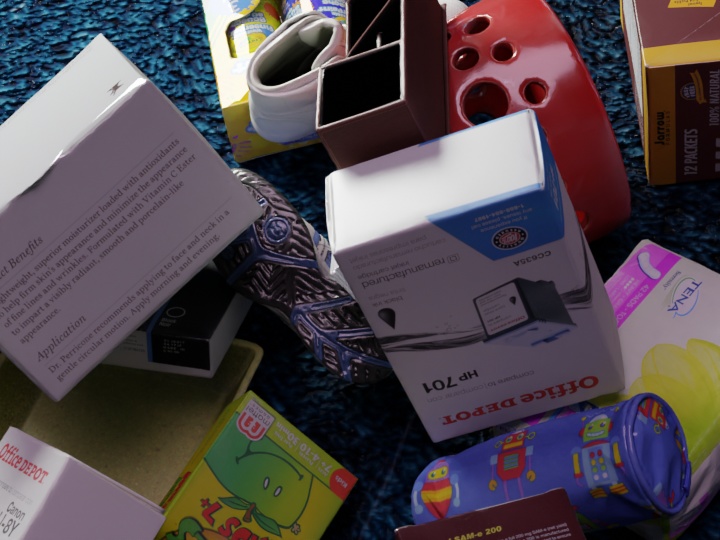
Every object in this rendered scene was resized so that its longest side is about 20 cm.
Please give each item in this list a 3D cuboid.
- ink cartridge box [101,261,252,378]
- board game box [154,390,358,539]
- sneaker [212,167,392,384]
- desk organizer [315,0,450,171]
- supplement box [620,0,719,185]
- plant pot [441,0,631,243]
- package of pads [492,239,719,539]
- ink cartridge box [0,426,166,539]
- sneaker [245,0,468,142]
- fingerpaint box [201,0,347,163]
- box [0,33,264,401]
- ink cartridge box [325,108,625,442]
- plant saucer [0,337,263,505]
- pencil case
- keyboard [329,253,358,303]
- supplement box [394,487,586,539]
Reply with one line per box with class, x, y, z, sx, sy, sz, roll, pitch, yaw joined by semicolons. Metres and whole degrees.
ink cartridge box;-0.130;0.008;1.448;0.099;0.039;0.200;6;31;11
board game box;-0.097;0.192;1.293;0.102;0.048;0.200;40;59;-9
sneaker;-0.047;0.009;1.413;0.076;0.077;0.200;-40;81;3
desk organizer;0.016;-0.142;1.319;0.071;0.077;0.201;-17;42;16
supplement box;0.314;-0.193;1.515;0.196;0.133;0.201;-6;50;5
plant pot;0.083;-0.092;1.432;0.182;0.201;0.201;-23;50;-5
package of pads;0.213;0.084;1.345;0.154;0.068;0.200;28;62;31
ink cartridge box;-0.229;0.212;1.232;0.201;0.083;0.145;-59;24;-11
sneaker;0.003;-0.170;1.486;0.199;0.116;0.074;-27;76;-5
fingerpaint box;-0.028;-0.195;1.619;0.199;0.074;0.167;-13;50;0
box;-0.199;-0.044;1.343;0.199;0.131;0.200;-42;23;-1
ink cartridge box;0.080;0.008;1.267;0.146;0.200;0.086;-17;41;12
plant saucer;-0.192;0.126;1.400;0.199;0.048;0.200;12;54;19
pencil case;0.127;0.143;1.254;0.200;0.087;0.078;-23;41;40
keyboard;0.000;0.000;1.396;0.011;0.056;0.200;-37;10;8
supplement box;0.097;0.229;1.076;0.108;0.061;0.201;-12;49;-8
